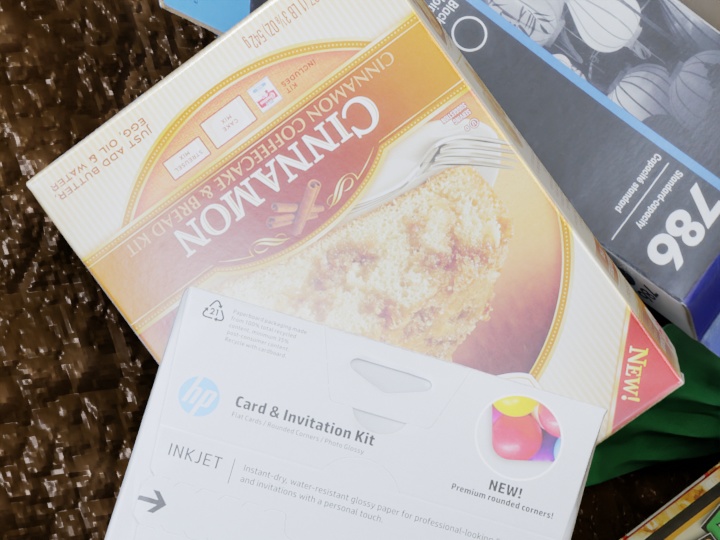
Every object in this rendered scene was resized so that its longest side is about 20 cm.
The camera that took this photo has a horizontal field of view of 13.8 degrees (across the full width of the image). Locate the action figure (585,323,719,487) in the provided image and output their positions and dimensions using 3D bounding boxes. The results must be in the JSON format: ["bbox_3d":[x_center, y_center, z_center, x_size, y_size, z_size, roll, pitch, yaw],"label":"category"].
[{"bbox_3d":[0.133,0.051,1.252,0.200,0.118,0.055,0,55,-51],"label":"action figure"}]

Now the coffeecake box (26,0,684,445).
[{"bbox_3d":[0.000,0.000,1.100,0.200,0.153,0.073,53,8,-5],"label":"coffeecake box"}]

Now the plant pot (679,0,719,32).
[{"bbox_3d":[0.167,-0.077,1.263,0.199,0.200,0.174,4,99,-41],"label":"plant pot"}]

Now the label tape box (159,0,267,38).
[{"bbox_3d":[-0.014,-0.118,1.226,0.199,0.063,0.145,22,55,-32],"label":"label tape box"}]

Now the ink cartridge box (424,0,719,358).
[{"bbox_3d":[0.104,-0.056,1.155,0.200,0.039,0.100,36,79,2],"label":"ink cartridge box"}]

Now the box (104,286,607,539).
[{"bbox_3d":[-0.015,0.122,1.018,0.155,0.041,0.201,16,72,0],"label":"box"}]

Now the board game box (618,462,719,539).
[{"bbox_3d":[0.193,0.138,1.216,0.200,0.046,0.152,-31,76,-37],"label":"board game box"}]
